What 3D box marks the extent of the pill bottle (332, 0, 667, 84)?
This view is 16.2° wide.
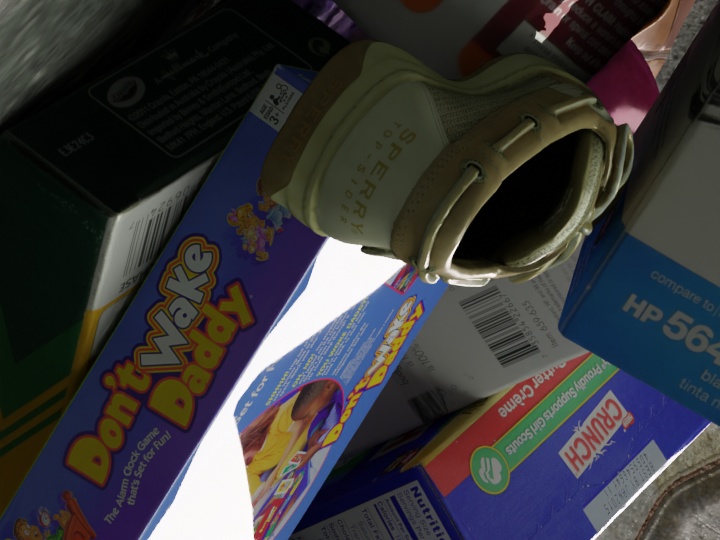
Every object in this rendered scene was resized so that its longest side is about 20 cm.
[{"bbox_3d":[0.080,-0.147,0.834,0.200,0.114,0.114,-45,178,10],"label":"pill bottle"}]

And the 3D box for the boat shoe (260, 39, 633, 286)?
[{"bbox_3d":[0.042,-0.024,0.751,0.073,0.063,0.201,-57,158,10],"label":"boat shoe"}]

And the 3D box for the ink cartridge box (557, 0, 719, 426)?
[{"bbox_3d":[0.157,-0.064,0.848,0.200,0.084,0.146,-58,-179,26],"label":"ink cartridge box"}]

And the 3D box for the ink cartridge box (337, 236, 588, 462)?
[{"bbox_3d":[0.000,0.000,0.980,0.200,0.116,0.067,-24,-156,23],"label":"ink cartridge box"}]

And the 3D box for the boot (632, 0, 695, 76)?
[{"bbox_3d":[0.100,-0.072,1.166,0.188,0.068,0.200,-52,-178,21],"label":"boot"}]

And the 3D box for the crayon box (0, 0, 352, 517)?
[{"bbox_3d":[-0.076,0.012,0.855,0.126,0.052,0.200,-36,155,-42],"label":"crayon box"}]

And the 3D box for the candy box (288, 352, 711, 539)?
[{"bbox_3d":[0.028,0.097,1.058,0.200,0.077,0.169,-28,-174,45],"label":"candy box"}]

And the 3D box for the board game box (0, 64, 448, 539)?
[{"bbox_3d":[-0.035,0.032,0.836,0.200,0.045,0.134,-58,161,12],"label":"board game box"}]

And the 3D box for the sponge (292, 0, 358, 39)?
[{"bbox_3d":[-0.043,-0.076,0.949,0.200,0.030,0.112,-44,178,-20],"label":"sponge"}]

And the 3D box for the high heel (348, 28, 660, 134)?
[{"bbox_3d":[0.025,-0.058,1.038,0.200,0.096,0.068,-15,-149,37],"label":"high heel"}]

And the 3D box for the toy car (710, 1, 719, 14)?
[{"bbox_3d":[0.174,-0.153,1.023,0.177,0.184,0.200,-53,171,-23],"label":"toy car"}]
